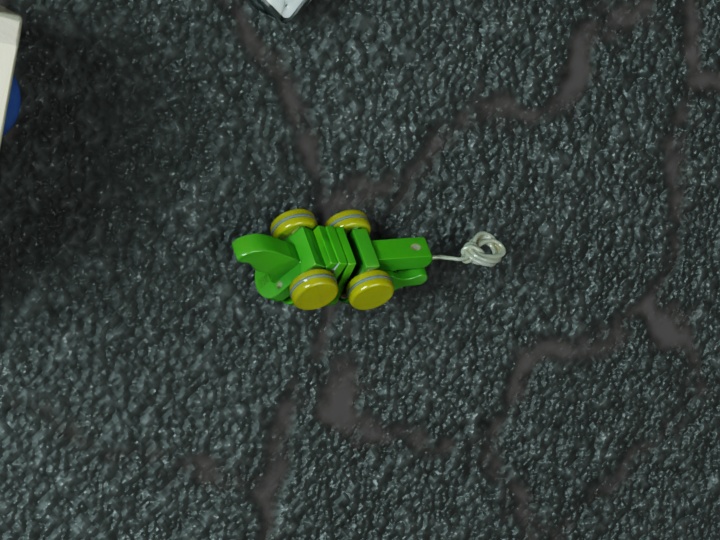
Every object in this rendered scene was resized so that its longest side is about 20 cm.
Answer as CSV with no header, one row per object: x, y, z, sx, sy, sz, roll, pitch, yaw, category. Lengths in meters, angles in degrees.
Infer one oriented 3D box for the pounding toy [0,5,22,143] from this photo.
-0.243,-0.053,1.211,0.141,0.184,0.201,8,98,-20,pounding toy

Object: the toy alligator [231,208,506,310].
0.000,0.000,1.434,0.199,0.060,0.054,1,144,-32,toy alligator

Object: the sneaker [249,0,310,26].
-0.011,-0.204,1.371,0.199,0.076,0.116,9,107,-24,sneaker
